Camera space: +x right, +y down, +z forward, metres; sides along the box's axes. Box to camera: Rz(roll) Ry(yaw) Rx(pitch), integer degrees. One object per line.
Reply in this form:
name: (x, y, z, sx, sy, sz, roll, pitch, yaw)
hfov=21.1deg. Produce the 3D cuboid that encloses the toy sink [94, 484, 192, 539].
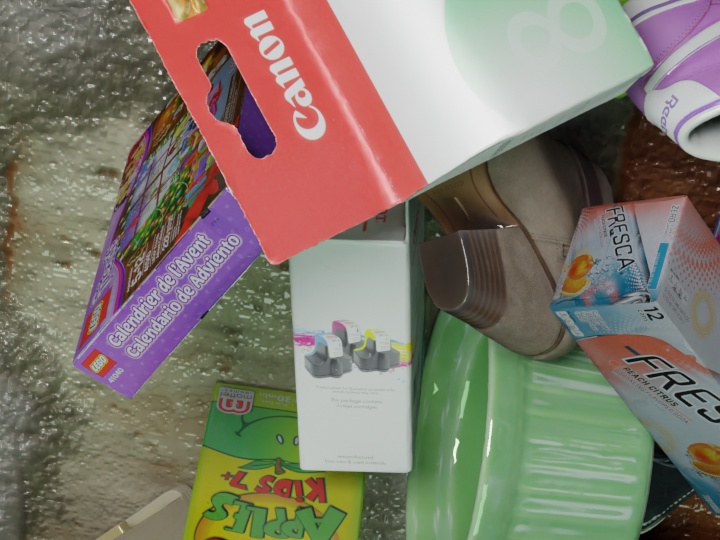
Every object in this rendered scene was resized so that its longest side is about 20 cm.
toy sink: (-0.146, 0.222, 1.233, 0.130, 0.200, 0.112, -35, 86, 26)

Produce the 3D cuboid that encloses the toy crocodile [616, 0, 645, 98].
toy crocodile: (0.086, -0.163, 0.997, 0.200, 0.062, 0.068, 38, 120, -14)

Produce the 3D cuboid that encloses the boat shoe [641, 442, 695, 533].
boat shoe: (0.199, 0.096, 1.161, 0.074, 0.062, 0.200, 25, 125, -14)

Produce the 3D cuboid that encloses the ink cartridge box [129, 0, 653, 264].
ink cartridge box: (0.012, -0.118, 0.894, 0.200, 0.050, 0.161, -26, 82, -18)

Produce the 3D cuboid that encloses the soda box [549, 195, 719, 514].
soda box: (0.178, 0.049, 1.006, 0.063, 0.069, 0.200, -6, 140, 38)

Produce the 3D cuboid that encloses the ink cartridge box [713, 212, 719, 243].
ink cartridge box: (0.291, 0.009, 1.008, 0.136, 0.077, 0.200, 25, 162, -24)

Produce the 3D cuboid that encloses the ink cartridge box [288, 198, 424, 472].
ink cartridge box: (0.000, 0.000, 1.078, 0.068, 0.115, 0.201, 2, 124, 5)

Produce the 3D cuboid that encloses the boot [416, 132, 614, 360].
boot: (0.079, -0.054, 0.996, 0.070, 0.146, 0.201, -4, 87, 37)

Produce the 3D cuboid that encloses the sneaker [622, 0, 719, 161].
sneaker: (0.233, -0.109, 0.959, 0.200, 0.114, 0.073, -23, 135, -5)

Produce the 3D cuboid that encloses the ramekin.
ramekin: (0.095, 0.104, 1.098, 0.097, 0.200, 0.201, 8, 125, -9)

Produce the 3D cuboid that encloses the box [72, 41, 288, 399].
box: (-0.083, -0.045, 1.001, 0.039, 0.200, 0.137, 32, 121, -19)

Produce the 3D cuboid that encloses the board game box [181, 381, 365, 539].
board game box: (-0.051, 0.151, 1.135, 0.101, 0.200, 0.048, 8, 125, -1)
